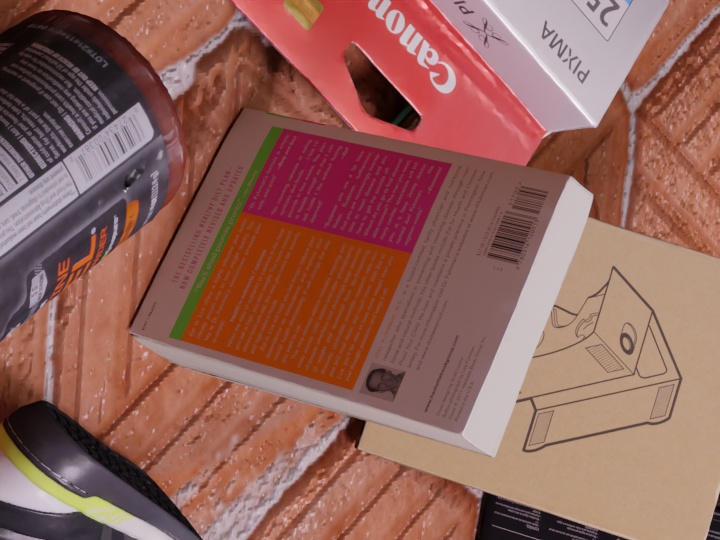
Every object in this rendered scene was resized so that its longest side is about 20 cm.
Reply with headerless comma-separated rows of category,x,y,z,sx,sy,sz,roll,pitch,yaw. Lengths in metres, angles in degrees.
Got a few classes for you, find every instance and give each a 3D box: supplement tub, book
supplement tub,-0.172,-0.021,1.242,0.200,0.107,0.107,-41,132,-37
book,0.000,0.000,1.398,0.048,0.200,0.134,37,72,-51

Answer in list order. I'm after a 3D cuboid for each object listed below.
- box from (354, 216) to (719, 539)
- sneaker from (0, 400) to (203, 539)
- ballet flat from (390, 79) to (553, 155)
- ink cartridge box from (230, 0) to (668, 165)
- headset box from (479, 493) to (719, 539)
box,0.114,0.051,1.604,0.021,0.199,0.164,152,-44,-82
sneaker,-0.133,0.130,1.397,0.083,0.072,0.200,-45,139,0
ballet flat,0.090,-0.113,1.585,0.200,0.075,0.068,-53,179,-27
ink cartridge box,0.051,-0.139,1.496,0.200,0.045,0.176,45,62,-26
headset box,0.154,0.215,1.699,0.093,0.174,0.201,2,99,-54
